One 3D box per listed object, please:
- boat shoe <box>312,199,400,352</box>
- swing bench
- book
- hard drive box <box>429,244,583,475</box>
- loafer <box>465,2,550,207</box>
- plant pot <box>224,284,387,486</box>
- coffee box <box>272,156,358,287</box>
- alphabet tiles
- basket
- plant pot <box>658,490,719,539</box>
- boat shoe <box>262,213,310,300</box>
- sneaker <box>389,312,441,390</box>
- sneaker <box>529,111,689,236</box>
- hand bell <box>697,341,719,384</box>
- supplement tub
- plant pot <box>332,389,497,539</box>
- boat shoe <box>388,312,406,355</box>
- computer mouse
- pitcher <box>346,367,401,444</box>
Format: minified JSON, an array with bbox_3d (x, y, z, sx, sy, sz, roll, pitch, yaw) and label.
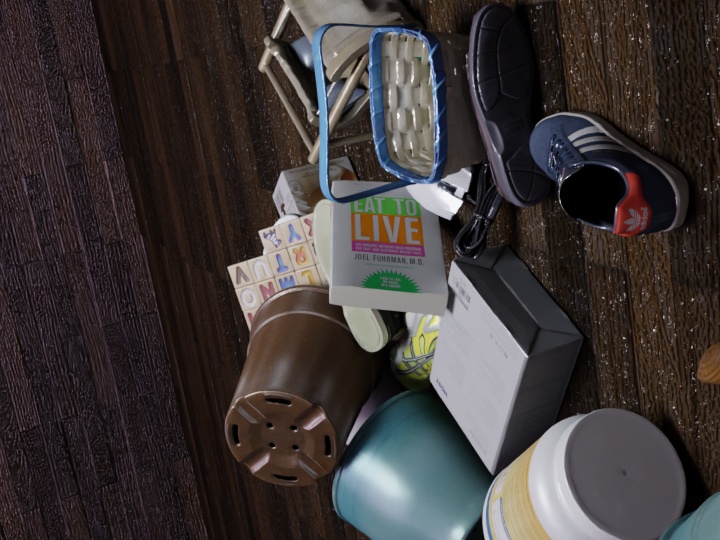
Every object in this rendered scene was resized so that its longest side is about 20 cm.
[{"bbox_3d":[0.002,0.000,1.261,0.074,0.066,0.202,-27,86,46],"label":"boat shoe"},{"bbox_3d":[-0.033,-0.284,1.244,0.200,0.128,0.202,60,153,33],"label":"swing bench"},{"bbox_3d":[0.028,-0.029,1.157,0.202,0.131,0.049,-93,11,-50],"label":"book"},{"bbox_3d":[0.156,0.101,1.105,0.157,0.076,0.202,56,151,39],"label":"hard drive box"},{"bbox_3d":[0.139,-0.163,0.991,0.063,0.071,0.203,-164,58,-69],"label":"loafer"},{"bbox_3d":[-0.078,0.158,1.274,0.199,0.196,0.203,-69,-19,-56],"label":"plant pot"},{"bbox_3d":[-0.038,-0.052,1.425,0.202,0.113,0.080,66,155,17],"label":"coffee box"},{"bbox_3d":[-0.083,0.016,1.343,0.170,0.197,0.008,71,-157,-8],"label":"alphabet tiles"},{"bbox_3d":[0.043,-0.169,1.028,0.138,0.197,0.180,22,117,53],"label":"basket"},{"bbox_3d":[0.321,0.184,0.639,0.201,0.197,0.198,56,143,37],"label":"plant pot"},{"bbox_3d":[-0.100,0.013,1.385,0.057,0.067,0.204,-44,-36,-66],"label":"boat shoe"},{"bbox_3d":[0.090,0.107,1.276,0.077,0.075,0.201,50,154,28],"label":"sneaker"},{"bbox_3d":[0.197,-0.088,0.876,0.200,0.083,0.076,40,140,55],"label":"sneaker"},{"bbox_3d":[0.300,0.053,0.748,0.200,0.103,0.106,103,146,-70],"label":"hand bell"},{"bbox_3d":[0.214,0.229,0.959,0.146,0.143,0.201,65,156,22],"label":"supplement tub"},{"bbox_3d":[0.098,0.284,1.237,0.187,0.198,0.203,32,135,38],"label":"plant pot"},{"bbox_3d":[0.056,0.068,1.338,0.073,0.064,0.202,58,153,34],"label":"boat shoe"},{"bbox_3d":[0.095,-0.096,1.127,0.200,0.043,0.111,39,111,56],"label":"computer mouse"},{"bbox_3d":[0.000,0.151,1.469,0.120,0.172,0.202,-4,122,38],"label":"pitcher"}]
